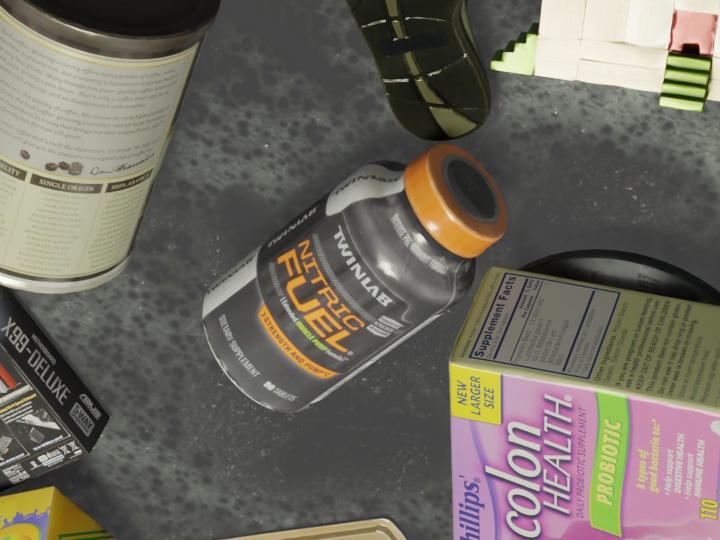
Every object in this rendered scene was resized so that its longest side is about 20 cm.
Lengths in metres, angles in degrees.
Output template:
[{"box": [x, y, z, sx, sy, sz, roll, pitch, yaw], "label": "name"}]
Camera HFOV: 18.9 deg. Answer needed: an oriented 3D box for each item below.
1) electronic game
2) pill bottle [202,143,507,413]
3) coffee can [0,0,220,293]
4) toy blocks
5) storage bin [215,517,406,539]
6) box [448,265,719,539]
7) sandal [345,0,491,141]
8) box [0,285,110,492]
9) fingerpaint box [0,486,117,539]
[{"box": [0.170, 0.068, 1.412, 0.200, 0.042, 0.200, 13, 132, 14], "label": "electronic game"}, {"box": [0.000, 0.000, 1.379, 0.106, 0.106, 0.200, 44, 123, -14], "label": "pill bottle"}, {"box": [-0.183, -0.107, 1.336, 0.146, 0.146, 0.200, 23, 126, 0], "label": "coffee can"}, {"box": [0.182, -0.172, 1.231, 0.200, 0.100, 0.137, 9, 113, 10], "label": "toy blocks"}, {"box": [-0.064, 0.282, 1.525, 0.198, 0.200, 0.094, -11, 120, 23], "label": "storage bin"}, {"box": [0.163, 0.108, 1.354, 0.200, 0.097, 0.176, 11, 132, 16], "label": "box"}, {"box": [0.033, -0.163, 1.296, 0.080, 0.057, 0.201, -1, 137, 11], "label": "sandal"}, {"box": [-0.307, 0.095, 1.565, 0.200, 0.050, 0.158, -25, 112, 28], "label": "box"}, {"box": [-0.269, 0.241, 1.605, 0.200, 0.073, 0.167, -13, 142, 24], "label": "fingerpaint box"}]
